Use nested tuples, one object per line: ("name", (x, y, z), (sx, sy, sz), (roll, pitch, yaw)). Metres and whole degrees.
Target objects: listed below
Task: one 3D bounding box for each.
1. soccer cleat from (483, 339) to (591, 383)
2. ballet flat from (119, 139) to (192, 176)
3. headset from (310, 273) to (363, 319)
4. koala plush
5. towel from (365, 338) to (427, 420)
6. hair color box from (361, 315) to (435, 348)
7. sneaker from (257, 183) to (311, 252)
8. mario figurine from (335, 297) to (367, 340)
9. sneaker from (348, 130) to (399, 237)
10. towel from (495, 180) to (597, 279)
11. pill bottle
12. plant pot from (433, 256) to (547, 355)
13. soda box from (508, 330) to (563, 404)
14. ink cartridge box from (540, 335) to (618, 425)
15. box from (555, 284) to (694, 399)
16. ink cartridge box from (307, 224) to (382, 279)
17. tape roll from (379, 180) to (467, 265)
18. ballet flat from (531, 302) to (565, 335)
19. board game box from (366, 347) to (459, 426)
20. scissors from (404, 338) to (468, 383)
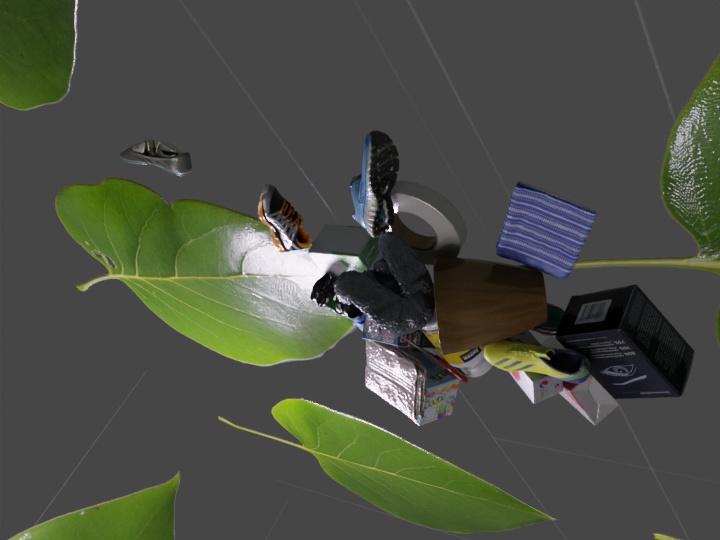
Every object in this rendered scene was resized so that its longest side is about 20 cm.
("soccer cleat", (0.322, 0.157, 1.372), (0.199, 0.065, 0.084), (11, 158, 24))
("ballet flat", (-0.467, -0.269, 1.710), (0.199, 0.067, 0.064), (17, 121, 23))
("headset", (-0.057, 0.066, 1.603), (0.123, 0.094, 0.200), (23, 162, 12))
("koala plush", (0.063, 0.057, 1.486), (0.184, 0.177, 0.200), (46, 169, 12))
("towel", (0.073, 0.236, 1.662), (0.200, 0.034, 0.134), (25, 119, 49))
("hair color box", (0.104, 0.135, 1.665), (0.100, 0.061, 0.199), (7, 178, 38))
("sneaker", (-0.166, -0.116, 1.640), (0.077, 0.079, 0.200), (3, 145, 20))
("mario figurine", (0.030, 0.118, 1.813), (0.106, 0.124, 0.200), (-37, 114, 16))
("sneaker", (0.011, -0.159, 1.357), (0.090, 0.078, 0.201), (30, 131, 34))
("towel", (0.316, -0.063, 1.302), (0.144, 0.024, 0.200), (23, 150, 14))
("pill bottle", (0.211, 0.139, 1.621), (0.111, 0.112, 0.200), (-3, 137, 46))
("plant pot", (0.245, 0.057, 1.405), (0.198, 0.187, 0.187), (-6, 141, 9))
("soda box", (0.321, 0.168, 1.487), (0.200, 0.068, 0.064), (-123, 15, -50))
("ink cartridge box", (0.421, 0.212, 1.526), (0.117, 0.067, 0.200), (49, 180, -27))
("box", (0.482, 0.136, 1.363), (0.200, 0.105, 0.148), (43, 149, -21))
("ink cartridge box", (0.000, 0.000, 1.635), (0.145, 0.088, 0.200), (6, 144, 37))
("tape roll", (0.108, -0.089, 1.447), (0.202, 0.037, 0.203), (23, 150, 14))
("ballet flat", (0.316, 0.084, 1.489), (0.199, 0.072, 0.072), (18, 148, 25))
("board game box", (0.118, 0.249, 1.725), (0.200, 0.104, 0.104), (36, 126, 44))
("scissors", (0.160, 0.189, 1.634), (0.199, 0.014, 0.073), (34, -171, -20))
